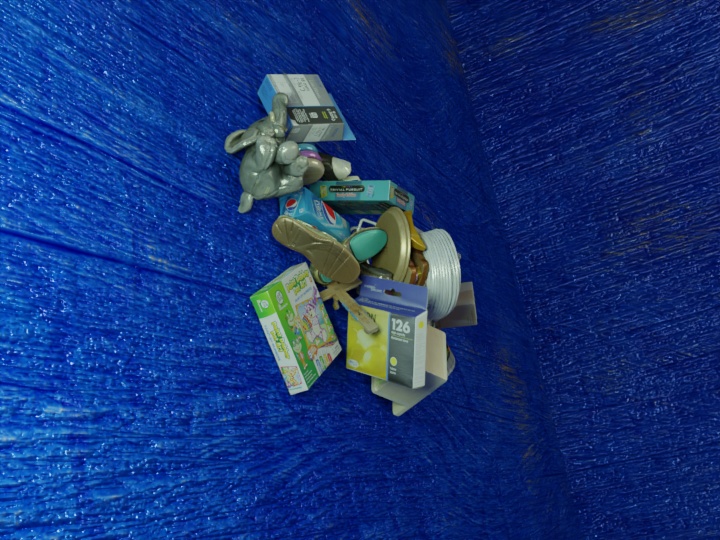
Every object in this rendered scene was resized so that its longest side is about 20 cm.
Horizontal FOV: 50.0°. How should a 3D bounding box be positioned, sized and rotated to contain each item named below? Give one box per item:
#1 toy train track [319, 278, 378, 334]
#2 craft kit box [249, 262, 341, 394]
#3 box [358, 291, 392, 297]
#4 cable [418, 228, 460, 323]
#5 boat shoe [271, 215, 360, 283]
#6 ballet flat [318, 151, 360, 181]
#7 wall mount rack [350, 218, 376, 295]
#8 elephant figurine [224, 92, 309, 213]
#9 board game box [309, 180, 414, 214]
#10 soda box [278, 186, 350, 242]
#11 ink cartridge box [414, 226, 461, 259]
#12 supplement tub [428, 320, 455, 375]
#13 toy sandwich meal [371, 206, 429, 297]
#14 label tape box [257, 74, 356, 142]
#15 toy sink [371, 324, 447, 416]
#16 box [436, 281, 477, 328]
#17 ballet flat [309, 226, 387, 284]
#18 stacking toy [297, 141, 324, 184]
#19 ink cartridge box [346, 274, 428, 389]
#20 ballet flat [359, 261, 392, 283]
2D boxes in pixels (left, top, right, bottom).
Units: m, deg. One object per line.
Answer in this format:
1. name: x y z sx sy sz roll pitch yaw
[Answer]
1. toy train track: -0.027 0.073 1.599 0.200 0.114 0.033 45 -32 41
2. craft kit box: -0.118 0.105 1.472 0.199 0.048 0.200 66 22 -9
3. box: 0.082 0.058 1.838 0.096 0.099 0.200 59 39 -8
4. cable: 0.156 0.010 1.715 0.200 0.069 0.202 140 -55 -69
5. boat shoe: -0.084 -0.049 1.549 0.199 0.073 0.063 37 16 -10
6. ballet flat: -0.043 -0.229 1.877 0.200 0.068 0.068 47 33 -47
7. wall mount rack: 0.018 -0.034 1.878 0.200 0.074 0.175 5 105 -66
8. elephant figurine: -0.185 -0.232 1.477 0.200 0.154 0.142 -123 -150 -43
9. board game box: 0.004 -0.165 1.759 0.151 0.198 0.047 19 75 -64
10. soda box: -0.094 -0.102 1.655 0.200 0.067 0.065 35 42 -56
11. ink cartridge box: 0.143 -0.042 1.978 0.199 0.117 0.068 32 10 20
12. supplement tub: 0.149 0.183 1.944 0.201 0.122 0.123 58 25 -30
13. toy sandwich meal: 0.088 -0.041 1.702 0.070 0.205 0.207 3 64 -22
14. label tape box: -0.103 -0.352 1.670 0.199 0.063 0.145 -11 63 -37
15. toy sink: 0.095 0.223 1.767 0.111 0.200 0.131 24 46 -22
16. box: 0.199 0.096 2.010 0.095 0.198 0.078 71 15 -47
17. ballet flat: -0.031 -0.037 1.650 0.199 0.070 0.071 -35 110 -28
18. stacking toy: -0.137 -0.292 1.694 0.085 0.085 0.202 33 40 -57
19. ink cartridge box: 0.052 0.122 1.584 0.047 0.197 0.202 -9 103 -43
20. ballet flat: 0.000 0.000 1.705 0.067 0.199 0.047 0 108 -39
